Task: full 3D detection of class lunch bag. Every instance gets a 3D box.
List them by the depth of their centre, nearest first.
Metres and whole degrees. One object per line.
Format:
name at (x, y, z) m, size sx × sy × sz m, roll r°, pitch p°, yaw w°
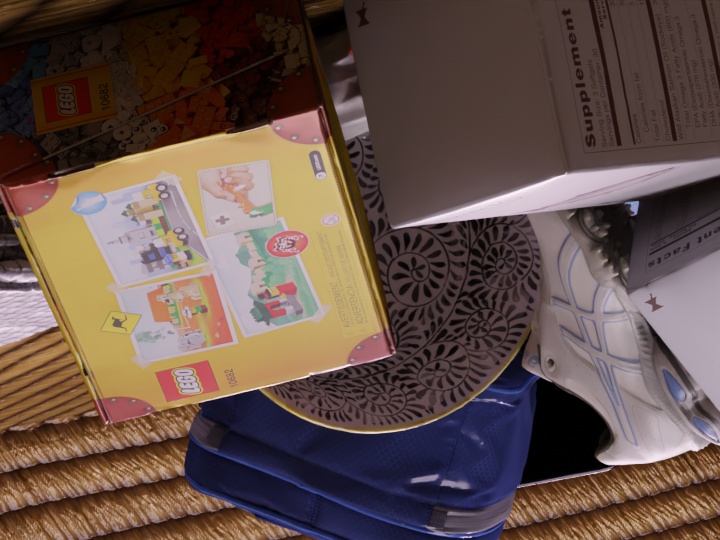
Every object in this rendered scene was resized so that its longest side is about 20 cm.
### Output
lunch bag at (-0.007, 0.092, 1.687) m, size 0.199 × 0.133 × 0.136 m, roll 18°, pitch -169°, yaw 14°

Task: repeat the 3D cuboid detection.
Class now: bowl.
bowl at (-0.007, -0.020, 1.552) m, size 0.200 × 0.202 × 0.094 m, roll -11°, pitch -172°, yaw -23°

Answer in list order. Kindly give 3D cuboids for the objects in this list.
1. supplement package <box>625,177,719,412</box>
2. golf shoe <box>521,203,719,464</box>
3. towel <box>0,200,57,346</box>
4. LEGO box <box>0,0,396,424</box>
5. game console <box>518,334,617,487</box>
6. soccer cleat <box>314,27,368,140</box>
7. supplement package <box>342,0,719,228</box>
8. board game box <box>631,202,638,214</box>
supplement package at (0.216, -0.029, 1.513) m, size 0.113 × 0.110 × 0.200 m, roll -28°, pitch -155°, yaw 27°
golf shoe at (0.112, 0.018, 1.513) m, size 0.097 × 0.200 × 0.078 m, roll -27°, pitch -166°, yaw 26°
towel at (-0.223, -0.009, 1.644) m, size 0.165 × 0.086 × 0.200 m, roll -19°, pitch 171°, yaw 33°
LEGO box at (-0.076, -0.027, 1.370) m, size 0.148 × 0.077 × 0.200 m, roll -13°, pitch 143°, yaw 2°
game console at (0.079, 0.103, 1.843) m, size 0.199 × 0.117 × 0.176 m, roll -11°, pitch 161°, yaw 12°
soccer cleat at (-0.041, -0.080, 1.449) m, size 0.199 × 0.070 × 0.078 m, roll -17°, pitch 177°, yaw 7°
supplement package at (0.107, -0.094, 1.383) m, size 0.199 × 0.118 × 0.117 m, roll -7°, pitch 174°, yaw -45°
board game box at (0.192, -0.081, 1.637) m, size 0.157 × 0.201 × 0.039 m, roll -16°, pitch -145°, yaw 12°
